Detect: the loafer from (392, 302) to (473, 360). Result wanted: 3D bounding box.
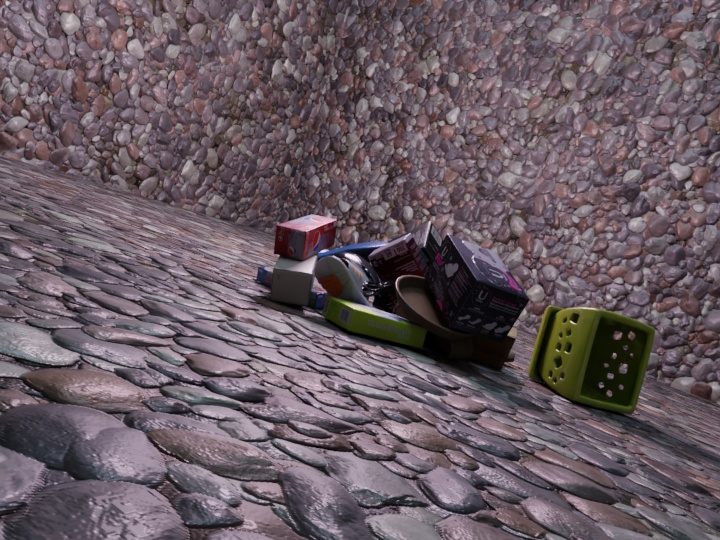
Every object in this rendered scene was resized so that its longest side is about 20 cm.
[{"bbox_3d":[0.141,0.119,1.361,0.199,0.077,0.067,28,14,32],"label":"loafer"}]

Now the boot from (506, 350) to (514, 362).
[{"bbox_3d":[0.294,0.136,1.594,0.198,0.132,0.068,20,3,12],"label":"boot"}]

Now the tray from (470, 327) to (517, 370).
[{"bbox_3d":[0.229,0.140,1.433,0.198,0.099,0.037,19,38,6],"label":"tray"}]

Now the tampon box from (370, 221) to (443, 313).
[{"bbox_3d":[0.126,-0.001,1.690,0.150,0.199,0.127,54,30,-22],"label":"tampon box"}]

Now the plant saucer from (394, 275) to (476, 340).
[{"bbox_3d":[0.155,0.077,1.342,0.199,0.030,0.201,23,25,-11],"label":"plant saucer"}]

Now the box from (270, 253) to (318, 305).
[{"bbox_3d":[-0.135,0.006,1.368,0.081,0.069,0.200,9,15,-1],"label":"box"}]

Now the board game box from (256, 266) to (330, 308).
[{"bbox_3d":[-0.122,0.033,1.490,0.199,0.035,0.135,22,16,37],"label":"board game box"}]

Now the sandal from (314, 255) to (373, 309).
[{"bbox_3d":[-0.026,0.030,1.356,0.079,0.060,0.207,-7,-44,28],"label":"sandal"}]

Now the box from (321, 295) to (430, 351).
[{"bbox_3d":[0.037,0.106,1.297,0.199,0.048,0.122,17,1,-31],"label":"box"}]

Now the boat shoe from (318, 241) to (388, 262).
[{"bbox_3d":[-0.020,-0.027,1.659,0.198,0.069,0.084,-11,11,5],"label":"boat shoe"}]

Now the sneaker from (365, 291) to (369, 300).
[{"bbox_3d":[-0.064,0.036,1.603,0.198,0.083,0.074,18,4,16],"label":"sneaker"}]

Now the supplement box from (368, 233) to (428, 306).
[{"bbox_3d":[0.114,0.026,1.579,0.108,0.201,0.061,-25,9,26],"label":"supplement box"}]

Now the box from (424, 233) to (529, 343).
[{"bbox_3d":[0.233,0.032,1.339,0.131,0.115,0.201,18,25,-20],"label":"box"}]

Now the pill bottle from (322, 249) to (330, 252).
[{"bbox_3d":[-0.092,0.003,1.745,0.198,0.113,0.112,19,3,8],"label":"pill bottle"}]

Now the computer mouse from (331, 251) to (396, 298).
[{"bbox_3d":[0.000,0.000,1.528,0.138,0.053,0.199,-1,24,-44],"label":"computer mouse"}]

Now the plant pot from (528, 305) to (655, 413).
[{"bbox_3d":[0.498,0.186,1.455,0.199,0.201,0.181,17,-3,-27],"label":"plant pot"}]

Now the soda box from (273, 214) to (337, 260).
[{"bbox_3d":[-0.116,-0.075,1.424,0.069,0.064,0.200,13,14,14],"label":"soda box"}]

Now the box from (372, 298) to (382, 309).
[{"bbox_3d":[0.140,0.077,1.934,0.147,0.108,0.200,20,4,17],"label":"box"}]
